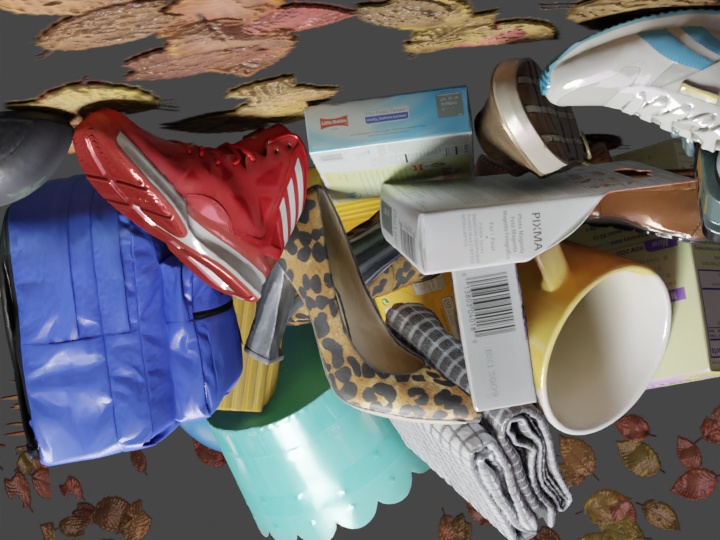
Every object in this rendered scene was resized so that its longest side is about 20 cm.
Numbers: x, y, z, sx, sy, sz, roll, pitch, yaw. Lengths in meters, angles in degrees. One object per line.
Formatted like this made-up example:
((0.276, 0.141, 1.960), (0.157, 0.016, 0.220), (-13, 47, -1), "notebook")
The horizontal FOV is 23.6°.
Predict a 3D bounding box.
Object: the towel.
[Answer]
((0.094, 0.129, 1.463), (0.086, 0.165, 0.200), (-43, 144, -8), "towel")

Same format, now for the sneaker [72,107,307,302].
((-0.111, -0.076, 1.199), (0.078, 0.116, 0.200), (17, 158, 39), "sneaker")

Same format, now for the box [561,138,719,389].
((0.241, 0.004, 1.525), (0.175, 0.202, 0.096), (-15, 169, 39), "box")

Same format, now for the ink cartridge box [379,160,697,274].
((0.123, -0.041, 1.240), (0.198, 0.058, 0.163), (-2, -170, -8), "ink cartridge box")

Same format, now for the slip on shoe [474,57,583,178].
((0.107, -0.098, 1.185), (0.060, 0.077, 0.200), (-15, 177, 15), "slip on shoe")

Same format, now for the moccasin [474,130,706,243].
((0.193, -0.075, 1.404), (0.199, 0.079, 0.074), (10, -168, 13), "moccasin")

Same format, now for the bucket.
((-0.042, 0.145, 1.639), (0.206, 0.136, 0.208), (-24, -156, 12), "bucket")

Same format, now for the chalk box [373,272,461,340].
((0.117, 0.013, 1.641), (0.123, 0.126, 0.200), (-13, -166, 34), "chalk box")

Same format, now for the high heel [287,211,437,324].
((0.000, 0.000, 1.443), (0.142, 0.072, 0.200), (-33, 173, 4), "high heel")

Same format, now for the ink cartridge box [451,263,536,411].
((0.098, 0.023, 1.321), (0.050, 0.110, 0.200), (-9, -167, 4), "ink cartridge box")

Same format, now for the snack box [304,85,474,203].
((0.026, -0.090, 1.277), (0.115, 0.038, 0.200), (-7, 172, 3), "snack box")

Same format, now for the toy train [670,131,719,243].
((0.273, -0.086, 1.248), (0.084, 0.115, 0.200), (-9, 172, 7), "toy train")

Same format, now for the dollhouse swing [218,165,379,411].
((-0.054, 0.022, 1.487), (0.180, 0.178, 0.200), (-10, 170, 21), "dollhouse swing")

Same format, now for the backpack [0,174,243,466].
((-0.182, 0.023, 1.311), (0.166, 0.202, 0.163), (-12, -174, 2), "backpack")

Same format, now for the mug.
((0.158, 0.020, 1.440), (0.148, 0.188, 0.153), (-16, -148, -34), "mug")

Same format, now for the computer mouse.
((-0.286, -0.064, 1.139), (0.198, 0.053, 0.139), (-7, 171, 0), "computer mouse")

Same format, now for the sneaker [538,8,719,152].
((0.213, -0.119, 1.101), (0.198, 0.082, 0.077), (-5, 173, -5), "sneaker")

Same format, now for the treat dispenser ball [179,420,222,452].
((-0.117, 0.094, 1.816), (0.198, 0.203, 0.201), (-7, 171, -1), "treat dispenser ball")

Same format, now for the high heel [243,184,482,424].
((0.014, 0.028, 1.293), (0.198, 0.144, 0.071), (21, -164, 15), "high heel")
